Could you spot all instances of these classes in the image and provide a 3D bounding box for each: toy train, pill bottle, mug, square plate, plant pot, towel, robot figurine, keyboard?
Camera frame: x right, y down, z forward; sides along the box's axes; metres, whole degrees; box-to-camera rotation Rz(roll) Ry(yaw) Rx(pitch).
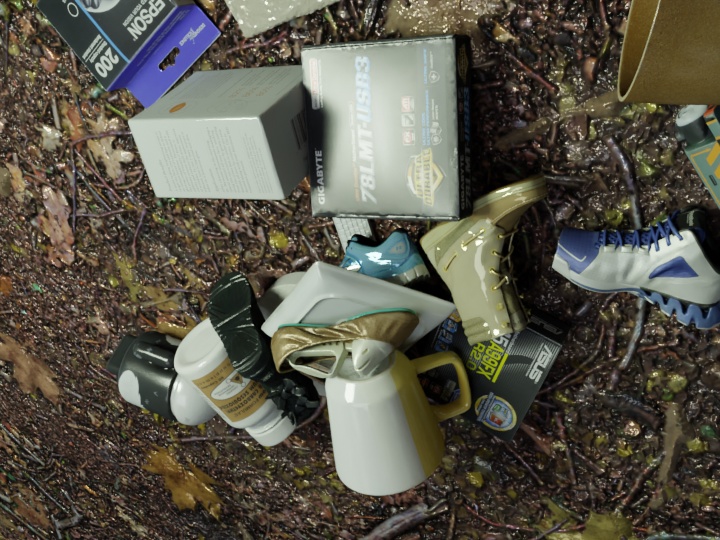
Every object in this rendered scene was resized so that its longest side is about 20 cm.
[{"bbox_3d":[0.391,-0.093,0.928,0.113,0.085,0.201,-22,109,51],"label":"toy train"},{"bbox_3d":[-0.180,0.172,1.440,0.113,0.115,0.201,-13,128,38],"label":"pill bottle"},{"bbox_3d":[0.033,0.169,1.226,0.148,0.186,0.155,12,130,41],"label":"mug"},{"bbox_3d":[-0.006,0.068,1.213,0.196,0.029,0.200,18,147,-19],"label":"square plate"},{"bbox_3d":[0.342,-0.219,0.812,0.197,0.187,0.188,13,130,7],"label":"plant pot"},{"bbox_3d":[-0.084,-0.350,1.066,0.198,0.035,0.134,-9,118,35],"label":"towel"},{"bbox_3d":[-0.308,0.170,1.528,0.198,0.150,0.127,18,103,21],"label":"robot figurine"},{"bbox_3d":[-0.008,-0.053,1.252,0.056,0.011,0.202,-1,121,32],"label":"keyboard"}]

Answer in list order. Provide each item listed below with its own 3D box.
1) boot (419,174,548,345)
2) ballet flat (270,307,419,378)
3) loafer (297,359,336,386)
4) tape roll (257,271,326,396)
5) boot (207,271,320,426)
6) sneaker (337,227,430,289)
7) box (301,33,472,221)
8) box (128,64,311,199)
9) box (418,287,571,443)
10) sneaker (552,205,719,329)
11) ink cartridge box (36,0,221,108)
[{"bbox_3d":[0.165,-0.008,1.096,0.199,0.072,0.157,-33,76,46],"label":"boot"},{"bbox_3d":[-0.022,0.096,1.162,0.197,0.073,0.068,-7,148,19],"label":"ballet flat"},{"bbox_3d":[-0.008,0.163,1.321,0.199,0.063,0.072,34,130,-8],"label":"loafer"},{"bbox_3d":[-0.063,0.095,1.377,0.200,0.037,0.205,16,130,20],"label":"tape roll"},{"bbox_3d":[-0.132,0.113,1.339,0.073,0.199,0.163,-34,136,7],"label":"boot"},{"bbox_3d":[0.000,0.000,1.237,0.198,0.078,0.091,-20,79,33],"label":"sneaker"},{"bbox_3d":[0.030,-0.160,1.079,0.196,0.050,0.203,4,103,28],"label":"box"},{"bbox_3d":[-0.151,-0.169,1.157,0.197,0.153,0.108,4,125,30],"label":"box"},{"bbox_3d":[0.165,0.116,1.243,0.159,0.044,0.202,29,133,12],"label":"box"},{"bbox_3d":[0.319,-0.025,1.029,0.197,0.081,0.116,20,128,9],"label":"sneaker"},{"bbox_3d":[-0.302,-0.323,1.216,0.200,0.043,0.197,49,133,-10],"label":"ink cartridge box"}]
